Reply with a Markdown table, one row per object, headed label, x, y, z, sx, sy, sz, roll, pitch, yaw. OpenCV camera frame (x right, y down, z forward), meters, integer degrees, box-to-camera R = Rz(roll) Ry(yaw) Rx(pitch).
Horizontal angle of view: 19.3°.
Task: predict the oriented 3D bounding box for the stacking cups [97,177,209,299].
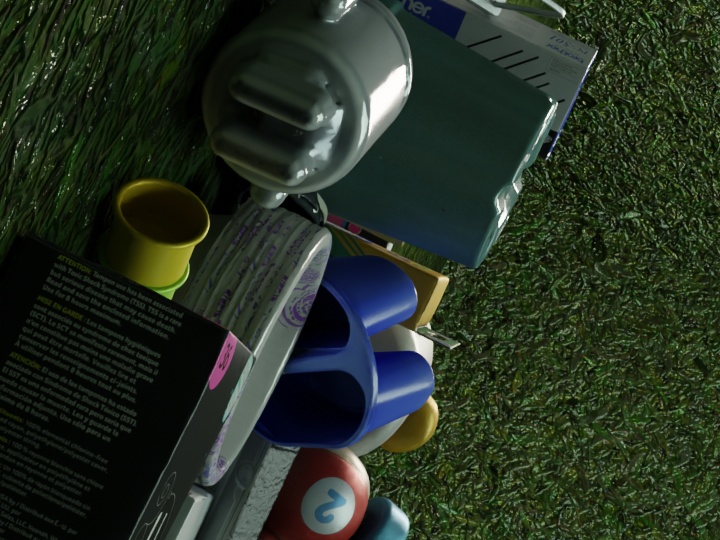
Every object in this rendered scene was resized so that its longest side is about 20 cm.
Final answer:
| label | x | y | z | sx | sy | sz | roll | pitch | yaw |
| --- | --- | --- | --- | --- | --- | --- | --- | --- | --- |
| stacking cups | -0.146 | 0.033 | 1.320 | 0.061 | 0.060 | 0.200 | -58 | 173 | -48 |

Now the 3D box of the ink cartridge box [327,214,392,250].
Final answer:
| label | x | y | z | sx | sy | sz | roll | pitch | yaw |
| --- | --- | --- | --- | --- | --- | --- | --- | --- | --- |
| ink cartridge box | 0.016 | -0.113 | 1.958 | 0.200 | 0.095 | 0.037 | -67 | 173 | 24 |

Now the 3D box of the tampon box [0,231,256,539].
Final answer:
| label | x | y | z | sx | sy | sz | roll | pitch | yaw |
| --- | --- | --- | --- | --- | --- | --- | --- | --- | --- |
| tampon box | -0.159 | 0.102 | 1.159 | 0.200 | 0.126 | 0.150 | -64 | 175 | -5 |

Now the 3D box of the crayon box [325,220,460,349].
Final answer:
| label | x | y | z | sx | sy | sz | roll | pitch | yaw |
| --- | --- | --- | --- | --- | --- | --- | --- | --- | --- |
| crayon box | 0.000 | 0.000 | 1.778 | 0.052 | 0.200 | 0.126 | -64 | 175 | 2 |

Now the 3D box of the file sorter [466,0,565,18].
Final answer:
| label | x | y | z | sx | sy | sz | roll | pitch | yaw |
| --- | --- | --- | --- | --- | --- | --- | --- | --- | --- |
| file sorter | 0.127 | -0.311 | 1.641 | 0.124 | 0.139 | 0.200 | 24 | -94 | 58 |

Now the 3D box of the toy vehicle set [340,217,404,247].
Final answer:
| label | x | y | z | sx | sy | sz | roll | pitch | yaw |
| --- | --- | --- | --- | --- | --- | --- | --- | --- | --- |
| toy vehicle set | 0.025 | -0.131 | 1.804 | 0.200 | 0.124 | 0.027 | -62 | 174 | -22 |

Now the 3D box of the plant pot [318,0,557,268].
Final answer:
| label | x | y | z | sx | sy | sz | roll | pitch | yaw |
| --- | --- | --- | --- | --- | --- | --- | --- | --- | --- |
| plant pot | 0.037 | -0.109 | 1.667 | 0.200 | 0.196 | 0.200 | -62 | 173 | -13 |

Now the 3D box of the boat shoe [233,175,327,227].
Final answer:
| label | x | y | z | sx | sy | sz | roll | pitch | yaw |
| --- | --- | --- | --- | --- | --- | --- | --- | --- | --- |
| boat shoe | -0.063 | -0.043 | 1.591 | 0.199 | 0.074 | 0.066 | 113 | -5 | -65 |

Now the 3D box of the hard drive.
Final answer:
| label | x | y | z | sx | sy | sz | roll | pitch | yaw |
| --- | --- | --- | --- | --- | --- | --- | --- | --- | --- |
| hard drive | -0.124 | 0.170 | 1.799 | 0.038 | 0.140 | 0.200 | 18 | 103 | -42 |

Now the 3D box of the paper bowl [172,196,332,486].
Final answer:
| label | x | y | z | sx | sy | sz | roll | pitch | yaw |
| --- | --- | --- | --- | --- | --- | --- | --- | --- | --- |
| paper bowl | -0.106 | 0.041 | 1.488 | 0.201 | 0.104 | 0.201 | -62 | 174 | -13 |

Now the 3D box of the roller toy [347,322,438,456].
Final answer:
| label | x | y | z | sx | sy | sz | roll | pitch | yaw |
| --- | --- | --- | --- | --- | --- | --- | --- | --- | --- |
| roller toy | -0.026 | 0.075 | 1.945 | 0.140 | 0.200 | 0.183 | -43 | 137 | -77 |

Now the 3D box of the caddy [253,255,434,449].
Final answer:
| label | x | y | z | sx | sy | sz | roll | pitch | yaw |
| --- | --- | --- | --- | --- | --- | --- | --- | --- | --- |
| caddy | -0.037 | 0.064 | 1.640 | 0.105 | 0.200 | 0.142 | -16 | 97 | -37 |

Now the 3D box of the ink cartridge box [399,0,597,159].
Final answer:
| label | x | y | z | sx | sy | sz | roll | pitch | yaw |
| --- | --- | --- | --- | --- | --- | --- | --- | --- | --- |
| ink cartridge box | 0.086 | -0.179 | 1.760 | 0.094 | 0.200 | 0.044 | -68 | 174 | 33 |

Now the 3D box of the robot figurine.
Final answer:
| label | x | y | z | sx | sy | sz | roll | pitch | yaw |
| --- | --- | --- | --- | --- | --- | --- | --- | --- | --- |
| robot figurine | -0.032 | -0.122 | 1.385 | 0.170 | 0.113 | 0.200 | -65 | 174 | 26 |

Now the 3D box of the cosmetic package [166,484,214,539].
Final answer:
| label | x | y | z | sx | sy | sz | roll | pitch | yaw |
| --- | --- | --- | --- | --- | --- | --- | --- | --- | --- |
| cosmetic package | -0.200 | 0.253 | 1.707 | 0.113 | 0.081 | 0.200 | 62 | 53 | -83 |

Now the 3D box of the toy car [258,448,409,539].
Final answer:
| label | x | y | z | sx | sy | sz | roll | pitch | yaw |
| --- | --- | --- | --- | --- | --- | --- | --- | --- | --- |
| toy car | -0.085 | 0.252 | 1.847 | 0.177 | 0.184 | 0.200 | -28 | -150 | 39 |
